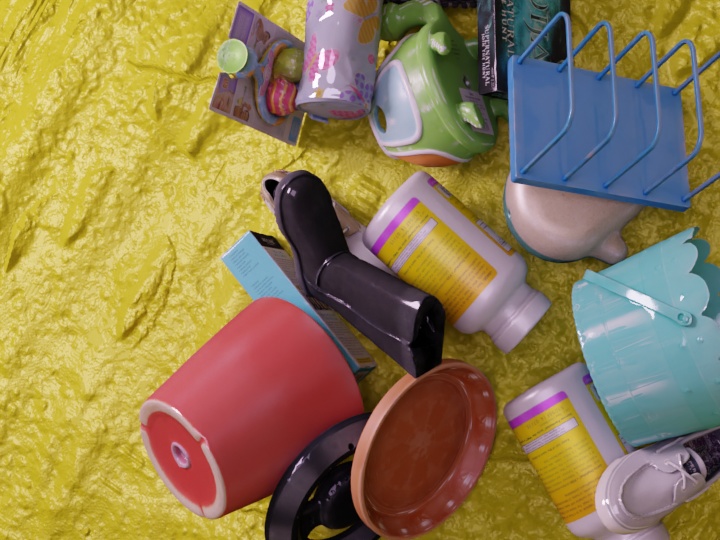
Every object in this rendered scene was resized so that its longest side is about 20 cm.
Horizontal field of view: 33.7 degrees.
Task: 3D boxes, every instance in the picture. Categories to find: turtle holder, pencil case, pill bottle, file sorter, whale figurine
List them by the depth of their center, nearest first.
[{"bbox_3d":[0.261,-0.159,1.174,0.198,0.123,0.140,8,67,-16],"label":"file sorter"},{"bbox_3d":[0.239,0.205,1.239,0.104,0.104,0.201,-31,79,11],"label":"pill bottle"},{"bbox_3d":[0.247,-0.079,1.270,0.198,0.104,0.161,-15,79,-11],"label":"whale figurine"},{"bbox_3d":[-0.022,-0.262,1.271,0.090,0.083,0.202,-3,80,48],"label":"pencil case"},{"bbox_3d":[0.105,-0.005,1.273,0.200,0.104,0.104,42,97,5],"label":"pill bottle"},{"bbox_3d":[0.068,-0.199,1.287,0.131,0.141,0.186,-24,107,32],"label":"turtle holder"}]

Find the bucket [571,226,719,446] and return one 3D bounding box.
[{"bbox_3d":[0.305,0.070,1.183,0.134,0.207,0.209,-21,82,21],"label":"bucket"}]

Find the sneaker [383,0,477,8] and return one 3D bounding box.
[{"bbox_3d":[0.067,-0.338,1.340,0.198,0.079,0.090,-4,65,19],"label":"sneaker"}]

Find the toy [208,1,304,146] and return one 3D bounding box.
[{"bbox_3d":[-0.087,-0.206,1.297,0.047,0.200,0.116,16,91,27],"label":"toy"}]

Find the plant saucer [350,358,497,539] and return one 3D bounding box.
[{"bbox_3d":[0.065,0.186,1.250,0.032,0.200,0.202,26,94,42],"label":"plant saucer"}]

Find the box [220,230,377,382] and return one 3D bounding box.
[{"bbox_3d":[-0.069,0.047,1.341,0.049,0.082,0.200,-42,77,10],"label":"box"}]

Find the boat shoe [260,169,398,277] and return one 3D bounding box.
[{"bbox_3d":[-0.037,-0.039,1.344,0.199,0.068,0.075,37,96,13],"label":"boat shoe"}]

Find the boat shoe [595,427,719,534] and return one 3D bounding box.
[{"bbox_3d":[0.314,0.200,1.176,0.068,0.199,0.073,-42,67,51],"label":"boat shoe"}]

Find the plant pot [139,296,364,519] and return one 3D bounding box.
[{"bbox_3d":[-0.124,0.155,1.258,0.200,0.177,0.202,31,136,34],"label":"plant pot"}]

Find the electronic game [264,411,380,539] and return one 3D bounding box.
[{"bbox_3d":[-0.017,0.238,1.265,0.042,0.199,0.201,37,97,41],"label":"electronic game"}]

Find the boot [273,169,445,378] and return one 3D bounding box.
[{"bbox_3d":[0.000,0.001,1.209,0.065,0.166,0.200,-33,43,-19],"label":"boot"}]

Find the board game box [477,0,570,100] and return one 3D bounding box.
[{"bbox_3d":[0.177,-0.281,1.271,0.028,0.134,0.202,-3,87,46],"label":"board game box"}]
